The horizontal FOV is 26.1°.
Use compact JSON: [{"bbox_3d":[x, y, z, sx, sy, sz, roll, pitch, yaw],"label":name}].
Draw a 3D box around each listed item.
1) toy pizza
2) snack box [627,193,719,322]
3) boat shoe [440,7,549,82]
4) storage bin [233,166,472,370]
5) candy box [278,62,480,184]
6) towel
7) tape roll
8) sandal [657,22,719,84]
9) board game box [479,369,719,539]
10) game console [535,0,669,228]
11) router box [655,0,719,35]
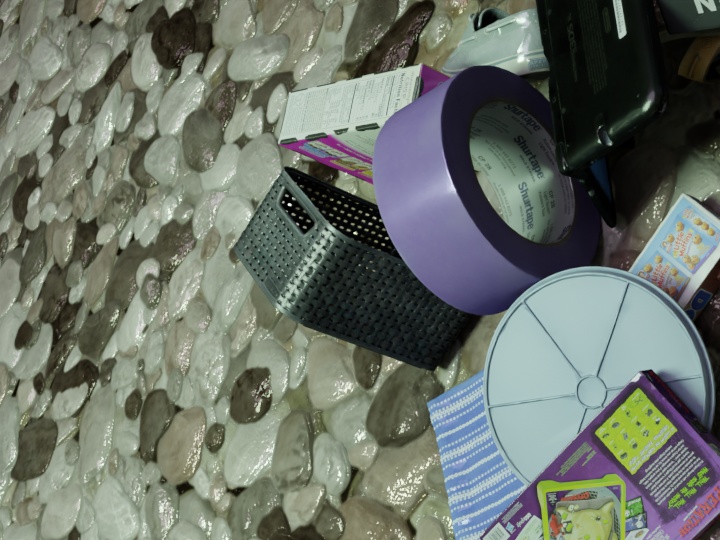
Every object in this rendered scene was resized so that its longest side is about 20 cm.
[{"bbox_3d":[0.191,0.097,1.250,0.200,0.032,0.200,0,90,33],"label":"toy pizza"},{"bbox_3d":[0.234,0.037,1.275,0.200,0.024,0.072,-57,40,14],"label":"snack box"},{"bbox_3d":[0.130,-0.208,1.442,0.201,0.070,0.072,-174,78,-71],"label":"boat shoe"},{"bbox_3d":[0.000,0.000,1.431,0.094,0.200,0.135,-57,39,15],"label":"storage bin"},{"bbox_3d":[0.036,-0.138,1.508,0.200,0.136,0.061,-3,72,49],"label":"candy box"},{"bbox_3d":[0.125,0.169,1.348,0.145,0.024,0.200,-37,48,33],"label":"towel"},{"bbox_3d":[0.110,-0.069,1.334,0.085,0.200,0.200,-28,53,39],"label":"tape roll"},{"bbox_3d":[0.297,-0.182,1.275,0.200,0.080,0.054,-3,92,45],"label":"sandal"},{"bbox_3d":[0.196,0.187,1.212,0.200,0.032,0.120,-49,63,23],"label":"board game box"},{"bbox_3d":[0.215,-0.166,1.297,0.176,0.116,0.200,-37,49,47],"label":"game console"},{"bbox_3d":[0.344,-0.244,1.187,0.200,0.051,0.149,-1,32,49],"label":"router box"}]
